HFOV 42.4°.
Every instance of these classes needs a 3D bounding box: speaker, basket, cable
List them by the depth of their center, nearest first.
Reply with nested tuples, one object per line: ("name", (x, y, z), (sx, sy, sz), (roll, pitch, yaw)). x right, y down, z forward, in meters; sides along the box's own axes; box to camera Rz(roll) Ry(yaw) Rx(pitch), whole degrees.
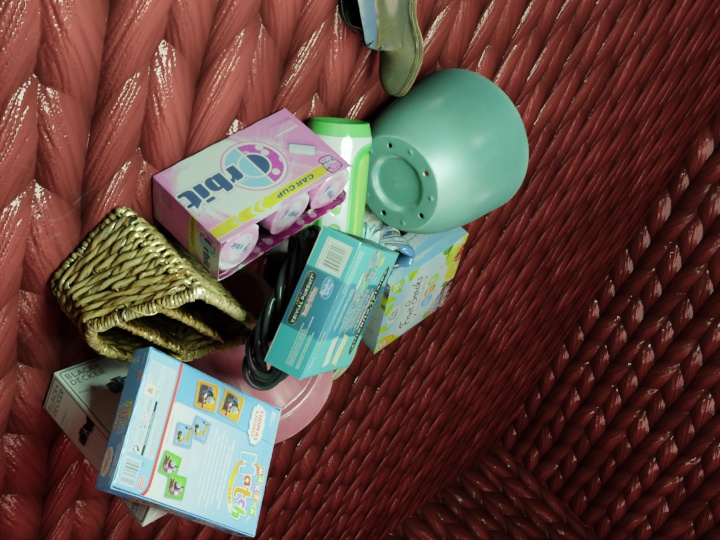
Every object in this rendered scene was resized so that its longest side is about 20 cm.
("basket", (-0.220, 0.050, 1.006), (0.143, 0.149, 0.200), (-47, 160, -3))
("cable", (-0.082, 0.040, 1.033), (0.163, 0.051, 0.201), (-52, 164, -38))
("speaker", (-0.033, -0.082, 1.131), (0.088, 0.088, 0.202), (-15, 114, -54))

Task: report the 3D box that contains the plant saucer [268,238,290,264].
("plant saucer", (-0.046, -0.080, 1.288), (0.200, 0.027, 0.201), (-40, 156, -21))

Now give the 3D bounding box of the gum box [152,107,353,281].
("gum box", (-0.114, -0.090, 1.019), (0.200, 0.113, 0.066), (-35, 155, -32))

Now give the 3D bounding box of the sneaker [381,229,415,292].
("sneaker", (0.000, 0.000, 1.281), (0.200, 0.085, 0.077), (-35, 153, -32))

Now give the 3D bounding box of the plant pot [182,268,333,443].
("plant pot", (-0.151, 0.100, 1.197), (0.200, 0.200, 0.179), (-41, 142, -17))

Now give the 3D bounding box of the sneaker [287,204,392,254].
("sneaker", (-0.010, -0.061, 1.234), (0.200, 0.086, 0.078), (-31, 153, -37))

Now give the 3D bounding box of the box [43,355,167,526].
("box", (-0.264, 0.188, 1.086), (0.116, 0.200, 0.060), (-18, 143, -48))

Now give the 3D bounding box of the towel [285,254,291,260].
("towel", (-0.050, 0.013, 1.361), (0.191, 0.032, 0.201), (-34, 153, -33))

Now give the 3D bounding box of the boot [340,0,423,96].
("boot", (0.017, -0.272, 1.042), (0.096, 0.075, 0.201), (-24, 143, -24))

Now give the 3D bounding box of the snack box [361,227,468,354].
("snack box", (0.075, 0.021, 1.474), (0.168, 0.068, 0.201), (-33, 154, -27))

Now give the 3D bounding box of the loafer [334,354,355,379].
("loafer", (-0.038, 0.083, 1.370), (0.068, 0.076, 0.201), (-14, 134, -53))

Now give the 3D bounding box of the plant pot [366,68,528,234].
("plant pot", (0.090, -0.139, 1.190), (0.161, 0.200, 0.201), (-34, 155, -44))

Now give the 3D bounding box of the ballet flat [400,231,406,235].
("ballet flat", (0.050, -0.029, 1.537), (0.201, 0.068, 0.063), (-61, -177, 35))

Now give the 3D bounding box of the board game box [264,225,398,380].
("board game box", (-0.027, 0.035, 1.023), (0.152, 0.047, 0.200), (-66, 167, 3))

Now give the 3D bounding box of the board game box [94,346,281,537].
("board game box", (-0.181, 0.192, 1.018), (0.200, 0.036, 0.152), (33, 57, -39))
